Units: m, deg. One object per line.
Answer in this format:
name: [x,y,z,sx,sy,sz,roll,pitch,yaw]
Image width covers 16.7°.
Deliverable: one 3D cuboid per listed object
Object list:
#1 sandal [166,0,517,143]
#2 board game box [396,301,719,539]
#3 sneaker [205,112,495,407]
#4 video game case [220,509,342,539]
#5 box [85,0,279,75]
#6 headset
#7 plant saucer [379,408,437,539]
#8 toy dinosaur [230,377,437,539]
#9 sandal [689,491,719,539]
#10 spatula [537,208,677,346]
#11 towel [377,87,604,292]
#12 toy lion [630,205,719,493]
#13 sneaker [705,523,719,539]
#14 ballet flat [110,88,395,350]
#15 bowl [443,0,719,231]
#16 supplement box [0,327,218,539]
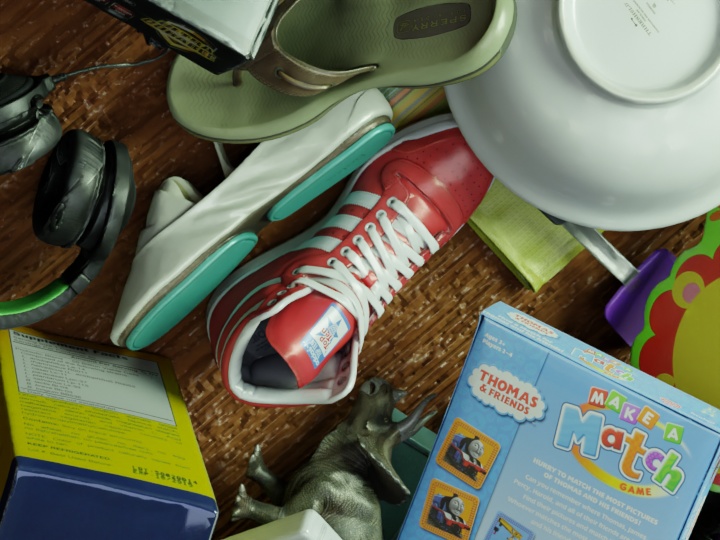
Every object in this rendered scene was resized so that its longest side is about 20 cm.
sandal: [-0.017,-0.124,1.286,0.200,0.080,0.057,-15,160,24]
board game box: [0.104,0.140,1.364,0.150,0.037,0.201,26,111,17]
sneaker: [0.000,0.000,1.336,0.200,0.113,0.071,-39,110,11]
video game case: [-0.048,0.227,1.410,0.199,0.023,0.182,-23,120,35]
box: [-0.115,-0.216,1.236,0.199,0.046,0.160,29,71,-20]
headset: [-0.166,-0.058,1.298,0.123,0.094,0.200,39,88,-22]
plant saucer: [-0.023,0.172,1.457,0.070,0.019,0.201,32,100,-21]
toy dinosaur: [-0.025,0.160,1.402,0.101,0.077,0.202,12,102,2]
sandal: [0.164,0.107,1.451,0.199,0.048,0.075,29,137,-11]
spatula: [0.128,-0.020,1.389,0.057,0.021,0.200,-47,125,1]
towel: [0.069,-0.082,1.381,0.086,0.018,0.200,-40,113,5]
toy lion: [0.234,0.019,1.342,0.068,0.191,0.202,14,70,-50]
sneaker: [0.198,0.198,1.401,0.087,0.075,0.202,4,111,-7]
ballet flat: [-0.071,-0.041,1.345,0.200,0.070,0.069,-41,113,5]
bowl: [0.144,-0.126,1.295,0.199,0.090,0.203,0,83,-3]
supplement box: [-0.153,0.121,1.310,0.108,0.200,0.110,14,107,-16]
